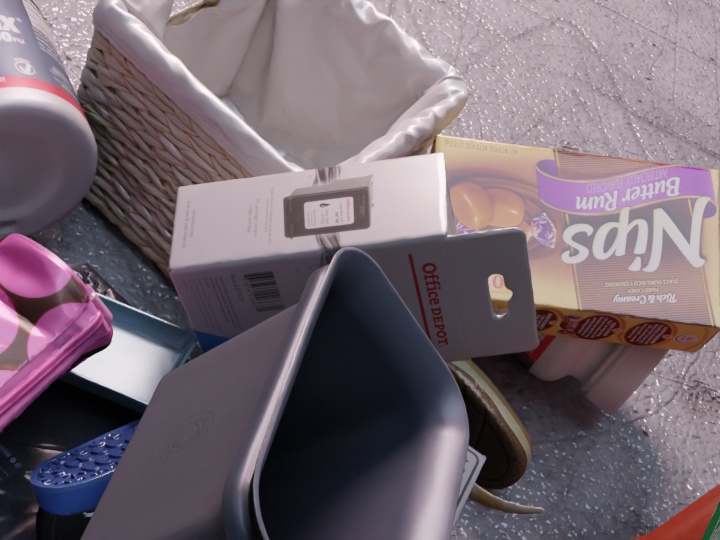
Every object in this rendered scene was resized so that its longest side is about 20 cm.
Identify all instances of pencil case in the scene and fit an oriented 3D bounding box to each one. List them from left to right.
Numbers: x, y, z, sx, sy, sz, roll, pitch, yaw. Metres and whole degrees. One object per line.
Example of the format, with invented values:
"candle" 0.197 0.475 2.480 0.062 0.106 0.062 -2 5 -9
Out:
"pencil case" -0.208 0.065 0.660 0.200 0.093 0.091 -50 126 -37

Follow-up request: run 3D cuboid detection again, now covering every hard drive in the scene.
"hard drive" -0.191 0.085 0.764 0.135 0.042 0.200 42 42 10

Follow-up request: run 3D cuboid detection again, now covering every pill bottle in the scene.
"pill bottle" -0.254 -0.125 0.861 0.119 0.120 0.201 -3 46 -32
"pill bottle" 0.133 0.010 0.976 0.200 0.111 0.111 41 43 10

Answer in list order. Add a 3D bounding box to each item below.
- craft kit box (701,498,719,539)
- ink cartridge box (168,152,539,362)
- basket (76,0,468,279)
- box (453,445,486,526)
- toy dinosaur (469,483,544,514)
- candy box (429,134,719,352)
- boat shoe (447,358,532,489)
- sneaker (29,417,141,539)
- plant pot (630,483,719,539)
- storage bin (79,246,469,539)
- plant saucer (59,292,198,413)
"craft kit box" 0.282 0.156 0.690 0.197 0.049 0.200 37 42 8
"ink cartridge box" 0.000 0.000 0.780 0.198 0.116 0.067 -7 49 7
"basket" -0.070 -0.099 0.919 0.200 0.161 0.198 41 43 10
"box" -0.010 0.179 0.730 0.060 0.117 0.200 33 41 1
"toy dinosaur" 0.021 0.097 0.834 0.058 0.101 0.201 -14 59 -39
"candy box" 0.141 -0.017 0.897 0.198 0.057 0.118 7 68 -3
"boat shoe" 0.045 0.063 0.911 0.200 0.072 0.076 44 31 12
"sneaker" -0.097 0.121 0.742 0.070 0.079 0.199 6 16 41
"plant pot" 0.242 0.211 0.791 0.199 0.196 0.202 17 44 -17
"storage bin" -0.040 0.110 0.623 0.146 0.134 0.201 54 30 -23
"plant saucer" -0.197 0.026 0.770 0.199 0.019 0.070 21 38 3
